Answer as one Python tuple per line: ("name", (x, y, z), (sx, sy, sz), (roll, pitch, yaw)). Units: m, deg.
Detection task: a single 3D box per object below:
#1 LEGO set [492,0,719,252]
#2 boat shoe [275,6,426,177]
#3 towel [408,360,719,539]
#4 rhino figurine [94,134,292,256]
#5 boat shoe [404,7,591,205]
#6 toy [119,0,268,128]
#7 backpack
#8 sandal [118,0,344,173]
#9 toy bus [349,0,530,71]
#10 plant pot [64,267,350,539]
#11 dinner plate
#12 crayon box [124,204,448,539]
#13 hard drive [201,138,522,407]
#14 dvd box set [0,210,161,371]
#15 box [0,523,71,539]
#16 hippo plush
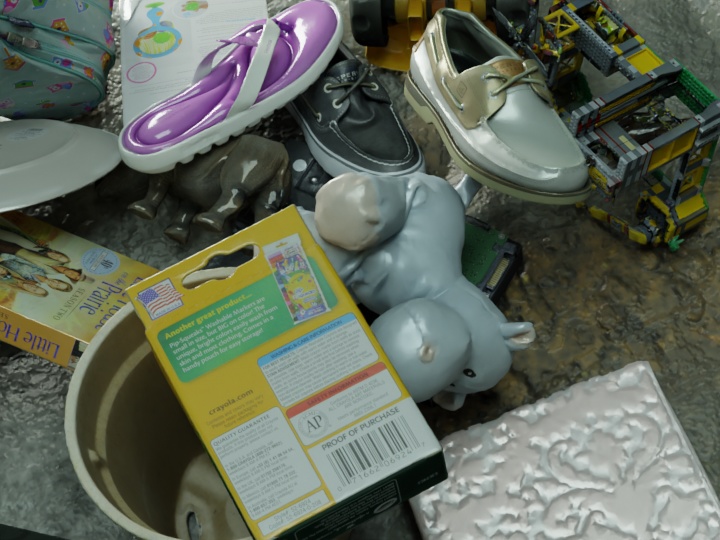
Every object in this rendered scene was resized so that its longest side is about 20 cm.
("LEGO set", (0.161, -0.099, 1.683), (0.116, 0.154, 0.200), (-28, 68, -27))
("boat shoe", (-0.013, -0.132, 1.746), (0.070, 0.066, 0.200), (-17, 43, -18))
("towel", (0.144, 0.176, 1.607), (0.200, 0.032, 0.191), (-20, 60, -4))
("rhino figurine", (-0.129, -0.069, 1.739), (0.200, 0.060, 0.087), (13, 68, 43))
("boat shoe", (0.092, -0.114, 1.609), (0.075, 0.068, 0.200), (-9, 35, -31))
("toy", (-0.125, -0.171, 1.808), (0.115, 0.047, 0.200), (-9, 49, 2))
("backpack", (-0.278, -0.187, 1.769), (0.167, 0.200, 0.127), (-7, 75, 42))
("sandal", (-0.091, -0.142, 1.705), (0.203, 0.050, 0.082), (-41, 47, -21))
("toy bus", (0.064, -0.276, 1.772), (0.136, 0.200, 0.192), (1, 55, 8))
("plant pot", (-0.080, 0.129, 1.575), (0.200, 0.183, 0.200), (-3, 61, 6))
("dinner plate", (-0.273, -0.081, 1.735), (0.200, 0.024, 0.200), (-7, 20, 2))
("crayon box", (-0.047, 0.071, 1.469), (0.126, 0.052, 0.200), (-27, 63, -7))
("hard drive", (0.000, 0.000, 1.717), (0.200, 0.038, 0.140), (24, 68, 19))
("dvd box set", (-0.235, 0.009, 1.678), (0.200, 0.029, 0.146), (23, 26, 5))
("box", (-0.195, 0.265, 1.552), (0.200, 0.124, 0.149), (11, 64, 14))
("hippo plush", (0.027, 0.024, 1.624), (0.200, 0.159, 0.161), (-13, 73, -48))
